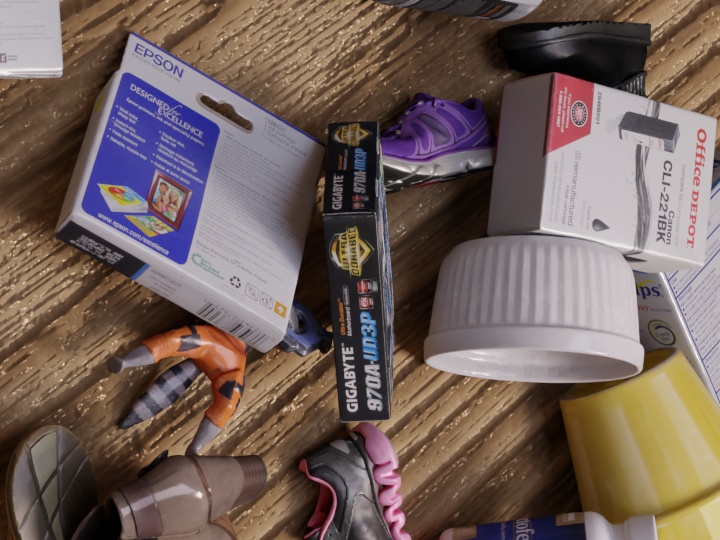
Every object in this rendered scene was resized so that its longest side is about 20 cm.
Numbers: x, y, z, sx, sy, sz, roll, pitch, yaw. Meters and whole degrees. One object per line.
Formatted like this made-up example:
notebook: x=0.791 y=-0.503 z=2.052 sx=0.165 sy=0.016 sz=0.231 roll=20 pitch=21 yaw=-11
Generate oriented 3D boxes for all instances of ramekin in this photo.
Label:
ramekin: x=0.159 y=0.036 z=1.674 sx=0.199 sy=0.199 sz=0.106 roll=13 pitch=76 yaw=-41

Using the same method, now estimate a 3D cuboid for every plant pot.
plant pot: x=0.289 y=0.186 z=1.808 sx=0.200 sy=0.200 sz=0.190 roll=-27 pitch=94 yaw=-37

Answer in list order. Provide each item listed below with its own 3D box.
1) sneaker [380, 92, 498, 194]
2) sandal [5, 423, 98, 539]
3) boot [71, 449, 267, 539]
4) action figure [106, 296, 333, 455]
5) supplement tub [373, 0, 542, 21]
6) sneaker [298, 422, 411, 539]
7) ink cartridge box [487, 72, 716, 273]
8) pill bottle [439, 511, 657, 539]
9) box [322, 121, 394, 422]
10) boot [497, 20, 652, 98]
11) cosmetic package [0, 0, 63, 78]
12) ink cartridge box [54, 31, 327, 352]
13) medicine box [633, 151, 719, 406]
sneaker: x=0.046 y=-0.117 z=1.657 sx=0.199 sy=0.080 sz=0.084 roll=-14 pitch=88 yaw=-49
sandal: x=-0.239 y=0.208 z=1.433 sx=0.080 sy=0.054 sz=0.201 roll=-38 pitch=131 yaw=-37
boot: x=-0.159 y=0.209 z=1.438 sx=0.146 sy=0.070 sz=0.201 roll=-14 pitch=143 yaw=-37
action figure: x=-0.135 y=0.036 z=1.505 sx=0.200 sy=0.105 sz=0.194 roll=44 pitch=55 yaw=-6
supplement tub: x=0.069 y=-0.288 z=1.619 sx=0.199 sy=0.122 sz=0.124 roll=0 pitch=93 yaw=-41
sneaker: x=-0.004 y=0.238 z=1.633 sx=0.095 sy=0.079 sz=0.201 roll=-17 pitch=103 yaw=-19
ink cartridge box: x=0.224 y=-0.086 z=1.691 sx=0.199 sy=0.084 sz=0.145 roll=11 pitch=81 yaw=-32
pill bottle: x=0.177 y=0.282 z=1.687 sx=0.116 sy=0.198 sz=0.117 roll=-8 pitch=90 yaw=-83
box: x=0.000 y=0.000 z=1.532 sx=0.159 sy=0.046 sz=0.201 roll=-87 pitch=174 yaw=-58
boot: x=0.216 y=-0.161 z=1.783 sx=0.210 sy=0.079 sz=0.159 roll=-4 pitch=96 yaw=-41
cosmetic package: x=-0.279 y=-0.239 z=1.329 sx=0.081 sy=0.112 sz=0.202 roll=-6 pitch=98 yaw=-40
ink cartridge box: x=-0.130 y=-0.063 z=1.462 sx=0.197 sy=0.047 sz=0.201 roll=30 pitch=45 yaw=-21
medicine box: x=0.344 y=0.009 z=1.889 sx=0.182 sy=0.103 sz=0.201 roll=-43 pitch=118 yaw=-30
